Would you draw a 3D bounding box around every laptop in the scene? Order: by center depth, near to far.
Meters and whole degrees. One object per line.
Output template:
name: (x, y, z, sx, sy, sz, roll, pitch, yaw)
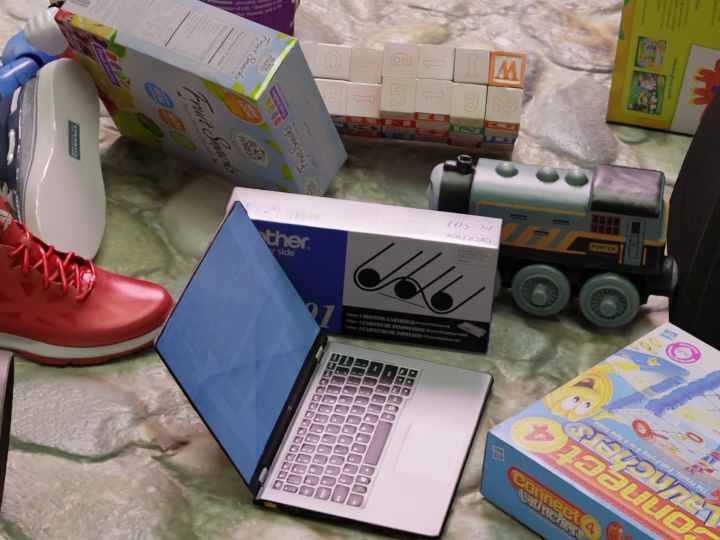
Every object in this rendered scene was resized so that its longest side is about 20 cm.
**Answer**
laptop: (-0.019, 0.064, 1.469, 0.199, 0.116, 0.188, 11, 35, 10)

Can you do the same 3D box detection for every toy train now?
toy train: (0.141, -0.029, 1.624, 0.199, 0.114, 0.085, 8, 34, 9)

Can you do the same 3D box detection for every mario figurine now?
mario figurine: (-0.276, -0.197, 1.837, 0.123, 0.106, 0.200, 25, 40, 30)

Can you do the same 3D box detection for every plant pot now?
plant pot: (0.344, -0.056, 1.637, 0.199, 0.178, 0.200, 7, 34, 2)

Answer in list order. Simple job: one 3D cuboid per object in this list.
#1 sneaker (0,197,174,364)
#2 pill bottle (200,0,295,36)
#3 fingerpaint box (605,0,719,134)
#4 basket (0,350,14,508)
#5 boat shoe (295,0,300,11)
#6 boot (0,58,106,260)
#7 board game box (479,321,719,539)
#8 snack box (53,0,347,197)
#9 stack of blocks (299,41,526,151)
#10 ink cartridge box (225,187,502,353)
sneaker: (-0.231, -0.001, 1.540, 0.199, 0.116, 0.078, -2, 34, -9)
pill bottle: (-0.110, -0.259, 1.860, 0.112, 0.201, 0.113, 3, 34, -2)
fingerpaint box: (0.306, -0.217, 1.848, 0.166, 0.201, 0.073, 10, 33, 9)
basket: (-0.324, 0.100, 1.372, 0.199, 0.137, 0.181, 5, 28, -5)
boat shoe: (-0.140, -0.279, 2.003, 0.199, 0.072, 0.065, 13, 39, 22)
boot: (-0.252, -0.066, 1.689, 0.073, 0.090, 0.201, 34, 42, -37)
board game box: (0.217, 0.135, 1.445, 0.200, 0.056, 0.195, 31, 42, 34)
snack box: (-0.124, -0.143, 1.712, 0.199, 0.169, 0.068, 22, 68, 26)
stack of blocks: (0.033, -0.146, 1.783, 0.199, 0.059, 0.115, 5, -8, 2)
ink cartridge box: (0.000, 0.000, 1.586, 0.199, 0.094, 0.044, 7, 34, 4)
